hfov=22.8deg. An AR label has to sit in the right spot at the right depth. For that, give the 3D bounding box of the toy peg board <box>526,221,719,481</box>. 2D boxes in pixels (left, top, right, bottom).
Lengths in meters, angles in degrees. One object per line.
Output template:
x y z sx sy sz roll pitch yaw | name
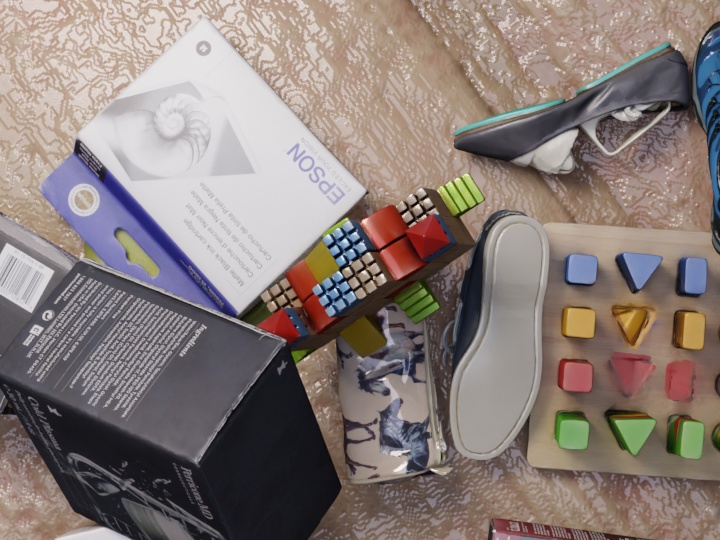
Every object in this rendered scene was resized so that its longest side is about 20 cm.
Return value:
0.238 0.066 1.418 0.199 0.098 0.201 4 90 3 | toy peg board

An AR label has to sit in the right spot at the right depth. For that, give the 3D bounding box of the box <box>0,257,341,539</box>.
-0.141 0.121 1.347 0.196 0.200 0.124 19 58 28 | box

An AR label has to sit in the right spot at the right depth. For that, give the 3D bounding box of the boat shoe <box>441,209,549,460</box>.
0.105 0.050 1.442 0.074 0.062 0.201 3 98 -12 | boat shoe

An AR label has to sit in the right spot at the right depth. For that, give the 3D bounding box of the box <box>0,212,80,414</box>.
-0.318 0.012 1.433 0.199 0.115 0.133 29 91 11 | box

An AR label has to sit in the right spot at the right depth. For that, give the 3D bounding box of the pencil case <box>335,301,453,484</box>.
0.025 0.070 1.439 0.089 0.078 0.201 -4 89 12 | pencil case

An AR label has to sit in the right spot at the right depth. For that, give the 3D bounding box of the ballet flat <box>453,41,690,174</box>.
0.175 -0.118 1.440 0.199 0.073 0.073 -22 88 1 | ballet flat

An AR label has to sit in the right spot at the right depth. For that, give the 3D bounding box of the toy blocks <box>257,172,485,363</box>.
0.000 0.000 1.335 0.199 0.137 0.100 -34 82 12 | toy blocks

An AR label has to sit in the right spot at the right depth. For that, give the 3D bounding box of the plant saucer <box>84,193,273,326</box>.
-0.133 -0.021 1.475 0.199 0.031 0.201 0 89 4 | plant saucer

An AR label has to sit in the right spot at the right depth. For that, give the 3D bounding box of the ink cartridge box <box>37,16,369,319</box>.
-0.130 -0.066 1.440 0.200 0.041 0.200 -44 87 2 | ink cartridge box

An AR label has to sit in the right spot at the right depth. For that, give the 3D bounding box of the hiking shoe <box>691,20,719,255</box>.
0.303 -0.110 1.394 0.074 0.087 0.201 -6 73 3 | hiking shoe

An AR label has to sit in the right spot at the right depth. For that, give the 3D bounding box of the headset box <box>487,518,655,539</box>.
0.173 0.285 1.429 0.199 0.075 0.150 8 90 3 | headset box

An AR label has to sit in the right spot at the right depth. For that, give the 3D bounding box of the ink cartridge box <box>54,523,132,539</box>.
-0.176 0.257 1.454 0.199 0.067 0.118 -13 88 2 | ink cartridge box
